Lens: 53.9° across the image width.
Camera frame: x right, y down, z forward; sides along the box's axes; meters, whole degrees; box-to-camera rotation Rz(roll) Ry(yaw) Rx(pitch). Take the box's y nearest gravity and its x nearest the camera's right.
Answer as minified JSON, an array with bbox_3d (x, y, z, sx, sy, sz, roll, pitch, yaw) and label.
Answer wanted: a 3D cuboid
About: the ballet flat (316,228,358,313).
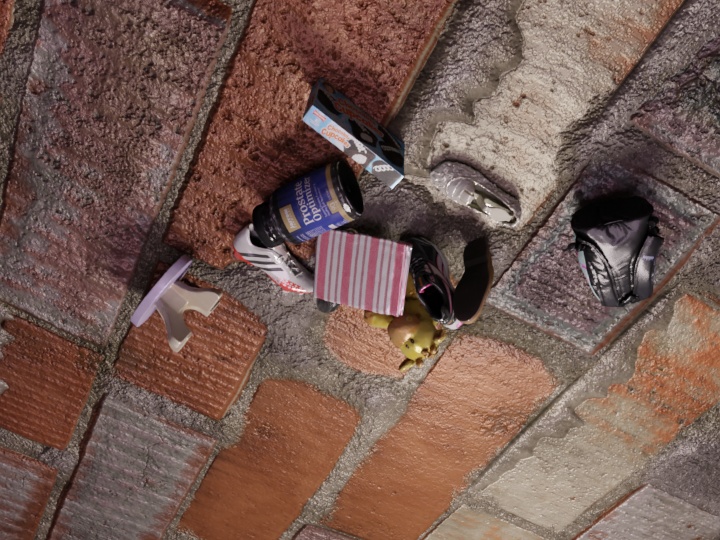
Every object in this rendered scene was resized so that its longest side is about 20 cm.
[{"bbox_3d":[-0.047,-0.002,1.458,0.065,0.057,0.203,28,120,12],"label":"ballet flat"}]

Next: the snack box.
[{"bbox_3d":[-0.007,-0.239,1.231,0.198,0.117,0.037,35,122,-19],"label":"snack box"}]

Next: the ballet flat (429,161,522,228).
[{"bbox_3d":[0.220,-0.138,1.317,0.196,0.073,0.072,25,125,-12],"label":"ballet flat"}]

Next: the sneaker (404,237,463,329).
[{"bbox_3d":[0.134,0.017,1.365,0.080,0.202,0.086,-43,153,23],"label":"sneaker"}]

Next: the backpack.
[{"bbox_3d":[0.486,-0.033,1.332,0.163,0.128,0.203,-8,127,25],"label":"backpack"}]

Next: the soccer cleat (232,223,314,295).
[{"bbox_3d":[-0.166,-0.022,1.435,0.197,0.069,0.086,32,127,-11],"label":"soccer cleat"}]

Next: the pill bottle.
[{"bbox_3d":[-0.100,-0.118,1.330,0.196,0.113,0.113,-22,122,19],"label":"pill bottle"}]

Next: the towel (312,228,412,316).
[{"bbox_3d":[0.000,0.000,1.394,0.195,0.030,0.151,12,105,17],"label":"towel"}]

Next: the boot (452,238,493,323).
[{"bbox_3d":[0.227,0.034,1.357,0.072,0.203,0.076,-12,129,30],"label":"boot"}]

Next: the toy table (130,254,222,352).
[{"bbox_3d":[-0.377,0.074,1.468,0.117,0.185,0.200,41,129,-4],"label":"toy table"}]

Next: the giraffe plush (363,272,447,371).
[{"bbox_3d":[0.105,0.115,1.447,0.195,0.164,0.176,13,126,-4],"label":"giraffe plush"}]
